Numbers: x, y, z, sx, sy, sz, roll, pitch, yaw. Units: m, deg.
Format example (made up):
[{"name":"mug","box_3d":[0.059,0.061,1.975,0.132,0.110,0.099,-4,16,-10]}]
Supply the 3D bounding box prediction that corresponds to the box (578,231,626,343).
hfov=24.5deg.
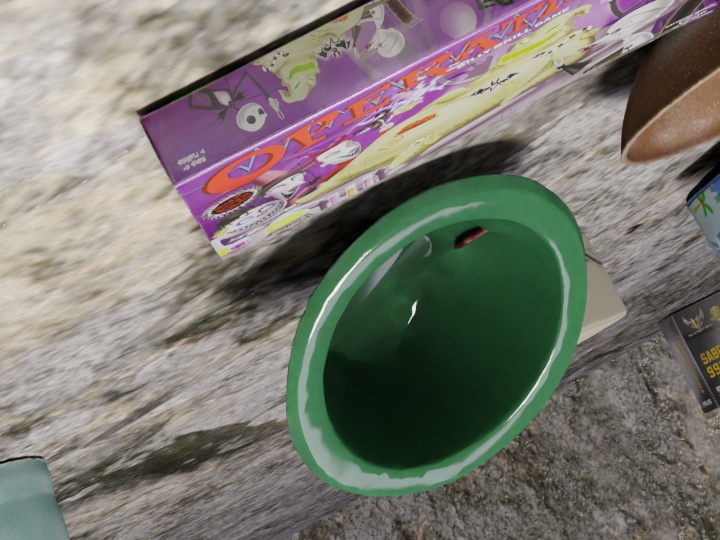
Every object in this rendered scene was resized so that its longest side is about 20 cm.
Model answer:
[{"name":"box","box_3d":[0.087,0.033,1.079,0.082,0.069,0.199,-33,169,34]}]

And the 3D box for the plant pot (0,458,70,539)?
[{"name":"plant pot","box_3d":[-0.238,0.210,0.913,0.199,0.135,0.200,-26,170,-5]}]

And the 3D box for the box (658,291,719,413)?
[{"name":"box","box_3d":[0.584,0.109,2.579,0.199,0.159,0.048,-23,172,-24]}]

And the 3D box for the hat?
[{"name":"hat","box_3d":[0.000,0.000,0.825,0.165,0.176,0.201,-22,131,-20]}]

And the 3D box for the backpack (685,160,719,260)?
[{"name":"backpack","box_3d":[0.337,-0.049,1.108,0.199,0.148,0.183,-21,167,-20]}]

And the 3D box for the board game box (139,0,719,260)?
[{"name":"board game box","box_3d":[0.032,-0.068,0.527,0.199,0.032,0.120,-27,166,-2]}]

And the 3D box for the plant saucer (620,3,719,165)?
[{"name":"plant saucer","box_3d":[0.194,-0.111,0.719,0.199,0.037,0.200,-27,170,-5]}]
